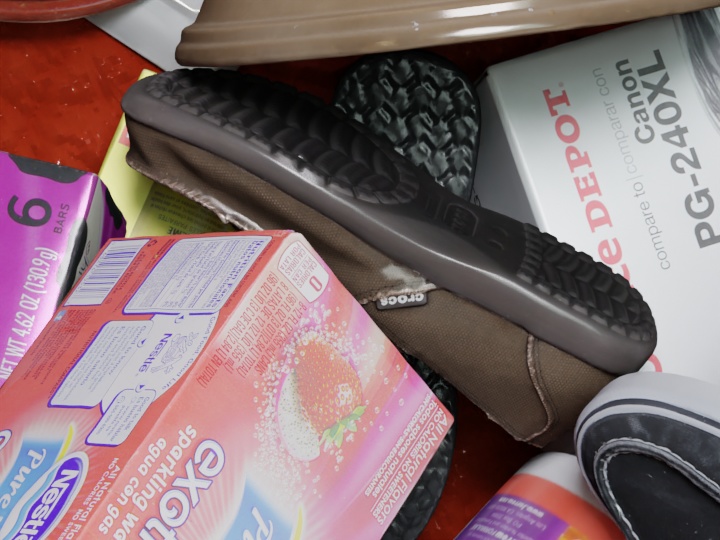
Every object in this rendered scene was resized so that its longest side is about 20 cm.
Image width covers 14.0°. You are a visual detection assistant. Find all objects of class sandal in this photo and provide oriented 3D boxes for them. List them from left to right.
[{"bbox_3d":[0.005,0.020,1.053,0.075,0.045,0.201,12,94,-1],"label":"sandal"}]

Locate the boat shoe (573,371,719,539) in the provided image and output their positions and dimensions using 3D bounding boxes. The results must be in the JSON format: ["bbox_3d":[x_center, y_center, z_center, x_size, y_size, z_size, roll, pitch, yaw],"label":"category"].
[{"bbox_3d":[0.137,0.114,0.918,0.200,0.072,0.068,45,42,13],"label":"boat shoe"}]

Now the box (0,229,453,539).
[{"bbox_3d":[-0.074,0.091,0.905,0.095,0.102,0.200,49,59,-28],"label":"box"}]

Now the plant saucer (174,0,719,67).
[{"bbox_3d":[0.033,-0.096,1.012,0.199,0.200,0.030,-8,98,-12],"label":"plant saucer"}]

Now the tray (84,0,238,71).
[{"bbox_3d":[-0.108,-0.163,1.091,0.200,0.022,0.108,34,74,-2],"label":"tray"}]

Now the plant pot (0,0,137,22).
[{"bbox_3d":[-0.108,-0.207,0.987,0.200,0.195,0.202,2,79,-10],"label":"plant pot"}]

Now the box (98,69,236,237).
[{"bbox_3d":[-0.083,0.036,1.040,0.075,0.050,0.201,23,75,-3],"label":"box"}]

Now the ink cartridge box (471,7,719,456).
[{"bbox_3d":[0.147,-0.025,1.077,0.199,0.083,0.146,-18,83,-14],"label":"ink cartridge box"}]

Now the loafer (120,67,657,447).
[{"bbox_3d":[0.000,0.000,0.991,0.199,0.073,0.071,30,112,5],"label":"loafer"}]

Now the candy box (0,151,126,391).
[{"bbox_3d":[-0.194,0.016,0.991,0.199,0.061,0.137,12,75,10],"label":"candy box"}]

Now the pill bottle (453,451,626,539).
[{"bbox_3d":[0.037,0.169,1.003,0.111,0.111,0.200,43,75,0],"label":"pill bottle"}]
